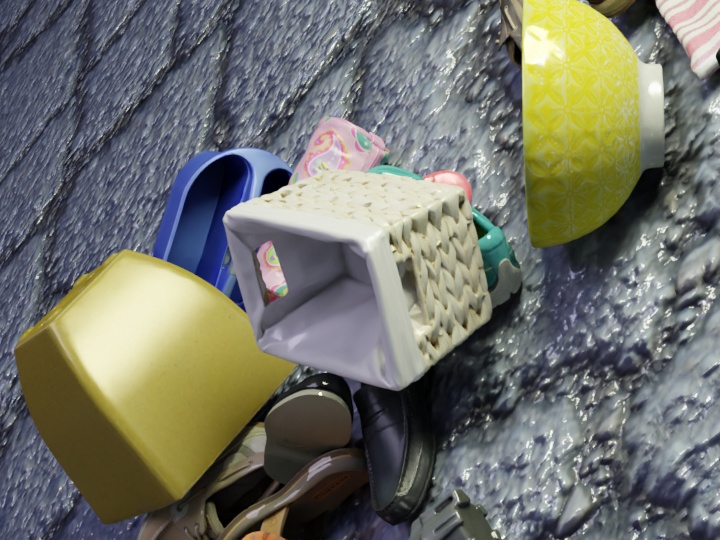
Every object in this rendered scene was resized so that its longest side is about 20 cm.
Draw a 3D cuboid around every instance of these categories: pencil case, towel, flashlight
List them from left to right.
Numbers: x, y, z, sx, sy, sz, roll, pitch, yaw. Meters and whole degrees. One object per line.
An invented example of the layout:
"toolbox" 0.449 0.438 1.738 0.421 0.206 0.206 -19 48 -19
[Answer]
"pencil case" -0.045 -0.053 1.702 0.087 0.087 0.202 17 79 62
"flashlight" 0.027 0.258 1.315 0.200 0.067 0.068 -41 28 25
"towel" 0.296 -0.255 1.370 0.147 0.030 0.201 -48 28 24

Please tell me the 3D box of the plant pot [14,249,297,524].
"plant pot" -0.219 0.098 1.643 0.194 0.200 0.195 -48 13 -31

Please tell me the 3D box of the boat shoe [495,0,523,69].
"boat shoe" 0.153 -0.223 1.540 0.074 0.074 0.200 -52 27 14

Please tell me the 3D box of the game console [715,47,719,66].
"game console" 0.356 -0.134 1.175 0.170 0.119 0.199 -38 17 -29

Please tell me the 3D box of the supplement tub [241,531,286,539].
"supplement tub" -0.125 0.319 1.442 0.200 0.122 0.123 -47 30 26

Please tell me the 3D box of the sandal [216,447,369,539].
"sandal" -0.059 0.228 1.486 0.200 0.080 0.054 -40 57 25

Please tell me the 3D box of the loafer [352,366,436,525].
"loafer" 0.023 0.122 1.434 0.068 0.070 0.202 -38 35 36

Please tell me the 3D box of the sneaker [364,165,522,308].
"sneaker" 0.067 -0.047 1.457 0.077 0.080 0.200 -37 46 -18

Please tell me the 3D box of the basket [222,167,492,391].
"basket" 0.000 0.000 1.401 0.123 0.137 0.199 -28 25 -33

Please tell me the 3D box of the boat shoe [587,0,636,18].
"boat shoe" 0.243 -0.296 1.403 0.200 0.067 0.072 -45 30 32

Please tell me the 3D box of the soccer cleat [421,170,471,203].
"soccer cleat" 0.030 -0.008 1.560 0.201 0.066 0.076 -53 -8 -3

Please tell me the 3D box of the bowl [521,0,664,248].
"bowl" 0.184 -0.119 1.328 0.106 0.201 0.202 -1 51 9

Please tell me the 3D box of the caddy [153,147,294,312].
"caddy" -0.134 -0.031 1.756 0.105 0.140 0.202 -147 72 -68

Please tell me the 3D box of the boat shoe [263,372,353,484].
"boat shoe" -0.044 0.129 1.479 0.202 0.073 0.064 111 178 -64

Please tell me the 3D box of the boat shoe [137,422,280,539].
"boat shoe" -0.144 0.232 1.615 0.200 0.072 0.065 -45 30 17
